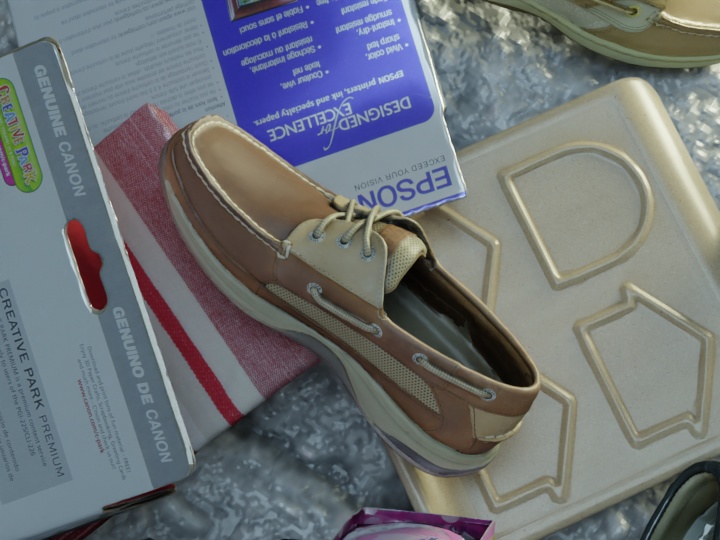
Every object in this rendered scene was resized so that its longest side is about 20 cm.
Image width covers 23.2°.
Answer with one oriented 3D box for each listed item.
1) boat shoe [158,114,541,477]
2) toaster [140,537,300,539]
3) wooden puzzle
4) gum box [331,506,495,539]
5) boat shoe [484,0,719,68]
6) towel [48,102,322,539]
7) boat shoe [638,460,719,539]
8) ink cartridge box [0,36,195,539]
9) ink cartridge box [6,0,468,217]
[{"bbox_3d":[0.000,0.000,0.765,0.200,0.072,0.076,42,41,-4],"label":"boat shoe"},{"bbox_3d":[-0.081,0.179,0.740,0.113,0.200,0.130,-1,83,22],"label":"toaster"},{"bbox_3d":[0.090,0.025,0.844,0.199,0.046,0.186,-23,76,-9],"label":"wooden puzzle"},{"bbox_3d":[0.002,0.182,0.700,0.066,0.200,0.114,4,102,16],"label":"gum box"},{"bbox_3d":[0.119,-0.153,0.855,0.199,0.066,0.074,12,67,-18],"label":"boat shoe"},{"bbox_3d":[-0.130,0.037,0.820,0.200,0.023,0.144,-37,80,12],"label":"towel"},{"bbox_3d":[0.127,0.179,0.777,0.060,0.076,0.200,41,64,-30],"label":"boat shoe"},{"bbox_3d":[-0.163,0.021,0.774,0.175,0.084,0.201,-20,85,16],"label":"ink cartridge box"},{"bbox_3d":[-0.064,-0.093,0.857,0.198,0.043,0.201,-18,77,9],"label":"ink cartridge box"}]
